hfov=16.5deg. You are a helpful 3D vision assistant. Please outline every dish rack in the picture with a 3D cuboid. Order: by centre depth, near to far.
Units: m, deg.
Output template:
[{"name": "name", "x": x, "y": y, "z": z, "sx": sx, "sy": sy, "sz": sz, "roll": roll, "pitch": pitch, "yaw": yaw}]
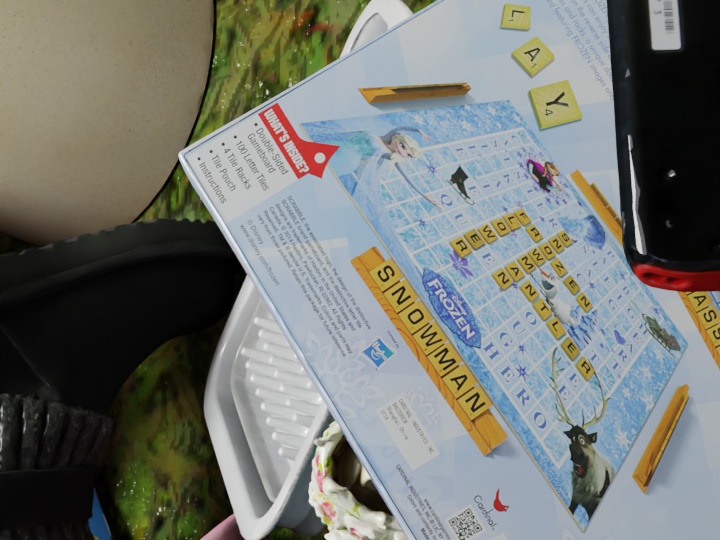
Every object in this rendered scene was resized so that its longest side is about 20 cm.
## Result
[{"name": "dish rack", "x": 0.000, "y": 0.000, "z": 0.981, "sx": 0.200, "sy": 0.044, "sz": 0.172, "roll": -65, "pitch": 19, "yaw": 15}]

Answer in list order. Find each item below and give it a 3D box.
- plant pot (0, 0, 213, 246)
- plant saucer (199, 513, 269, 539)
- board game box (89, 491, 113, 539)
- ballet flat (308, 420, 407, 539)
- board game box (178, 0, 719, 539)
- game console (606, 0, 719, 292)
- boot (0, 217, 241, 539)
[{"name": "plant pot", "x": -0.204, "y": -0.118, "z": 1.148, "sx": 0.187, "sy": 0.200, "sz": 0.187, "roll": -14, "pitch": 70, "yaw": 45}, {"name": "plant saucer", "x": -0.105, "y": 0.181, "z": 1.005, "sx": 0.051, "sy": 0.201, "sz": 0.201, "roll": 48, "pitch": 122, "yaw": 3}, {"name": "board game box", "x": -0.205, "y": 0.143, "z": 1.186, "sx": 0.200, "sy": 0.056, "sz": 0.196, "roll": -51, "pitch": 43, "yaw": 27}, {"name": "ballet flat", "x": 0.074, "y": 0.074, "z": 0.836, "sx": 0.200, "sy": 0.064, "sz": 0.076, "roll": -3, "pitch": 69, "yaw": 16}, {"name": "board game box", "x": 0.077, "y": -0.002, "z": 0.792, "sx": 0.199, "sy": 0.041, "sz": 0.200, "roll": -30, "pitch": 80, "yaw": -3}, {"name": "game console", "x": 0.164, "y": -0.092, "z": 0.778, "sx": 0.031, "sy": 0.177, "sz": 0.200, "roll": 87, "pitch": 180, "yaw": -74}, {"name": "boot", "x": -0.119, "y": 0.070, "z": 1.037, "sx": 0.079, "sy": 0.211, "sz": 0.158, "roll": -20, "pitch": 86, "yaw": 46}]
